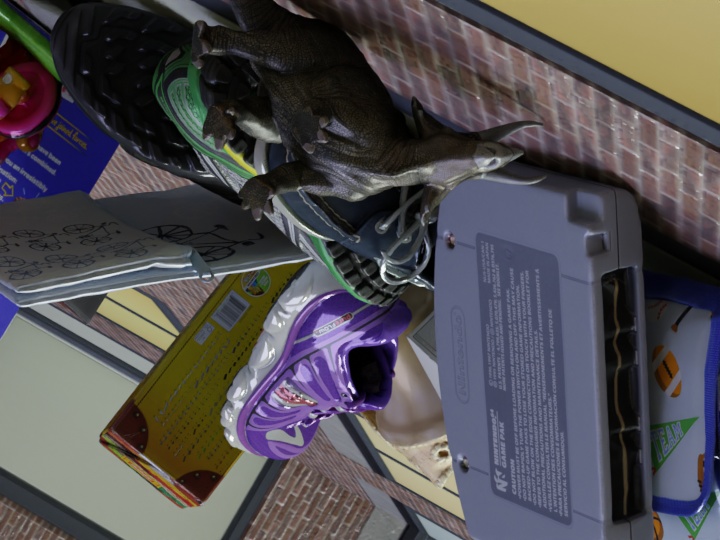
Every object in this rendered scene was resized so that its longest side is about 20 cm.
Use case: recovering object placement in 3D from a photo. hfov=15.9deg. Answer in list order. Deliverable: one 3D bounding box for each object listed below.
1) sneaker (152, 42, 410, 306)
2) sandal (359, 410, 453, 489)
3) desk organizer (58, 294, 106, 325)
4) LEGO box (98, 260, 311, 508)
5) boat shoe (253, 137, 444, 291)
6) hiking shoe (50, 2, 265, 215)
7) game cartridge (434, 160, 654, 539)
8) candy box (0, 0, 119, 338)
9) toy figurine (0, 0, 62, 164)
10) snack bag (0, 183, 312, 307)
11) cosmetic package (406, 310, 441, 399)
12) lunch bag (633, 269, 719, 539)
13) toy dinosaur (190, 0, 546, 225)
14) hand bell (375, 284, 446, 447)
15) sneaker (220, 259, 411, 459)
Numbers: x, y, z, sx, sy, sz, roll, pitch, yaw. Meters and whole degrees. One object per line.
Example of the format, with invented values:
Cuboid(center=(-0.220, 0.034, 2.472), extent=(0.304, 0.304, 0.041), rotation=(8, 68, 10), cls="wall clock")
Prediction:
Cuboid(center=(-0.030, -0.057, 1.355), extent=(0.085, 0.078, 0.200), rotation=(19, 157, 51), cls="sneaker")
Cuboid(center=(0.065, 0.108, 1.677), extent=(0.211, 0.070, 0.078), rotation=(6, 180, -17), cls="sandal")
Cuboid(center=(-0.291, -0.023, 2.400), extent=(0.077, 0.072, 0.200), rotation=(30, 171, 17), cls="desk organizer")
Cuboid(center=(-0.077, 0.052, 1.670), extent=(0.077, 0.200, 0.149), rotation=(38, 170, -3), cls="LEGO box")
Cuboid(center=(0.028, -0.027, 1.314), extent=(0.200, 0.075, 0.062), rotation=(36, 171, -40), cls="boat shoe")
Cuboid(center=(-0.092, -0.078, 1.422), extent=(0.200, 0.076, 0.101), rotation=(33, 168, -19), cls="hiking shoe")
Cuboid(center=(0.087, 0.047, 1.257), extent=(0.040, 0.201, 0.133), rotation=(-15, -160, -35), cls="game cartridge")
Cuboid(center=(-0.259, -0.067, 1.622), extent=(0.169, 0.201, 0.077), rotation=(39, 169, -39), cls="candy box")
Cuboid(center=(-0.257, -0.080, 1.473), extent=(0.200, 0.184, 0.150), rotation=(40, 179, 32), cls="toy figurine")
Cuboid(center=(-0.129, -0.022, 1.458), extent=(0.199, 0.022, 0.188), rotation=(-9, -164, -23), cls="snack bag")
Cuboid(center=(0.093, 0.067, 1.495), extent=(0.051, 0.082, 0.200), rotation=(43, 170, 31), cls="cosmetic package")
Cuboid(center=(0.171, 0.091, 1.294), extent=(0.170, 0.124, 0.201), rotation=(10, 132, 57), cls="lunch bag")
Cuboid(center=(-0.021, -0.077, 1.182), extent=(0.102, 0.077, 0.200), rotation=(-9, -139, -48), cls="toy dinosaur")
Cuboid(center=(0.000, 0.000, 1.541), extent=(0.200, 0.104, 0.104), rotation=(52, 162, -26), cls="hand bell")
Cuboid(center=(-0.023, 0.064, 1.508), extent=(0.083, 0.081, 0.200), rotation=(41, 148, 10), cls="sneaker")
